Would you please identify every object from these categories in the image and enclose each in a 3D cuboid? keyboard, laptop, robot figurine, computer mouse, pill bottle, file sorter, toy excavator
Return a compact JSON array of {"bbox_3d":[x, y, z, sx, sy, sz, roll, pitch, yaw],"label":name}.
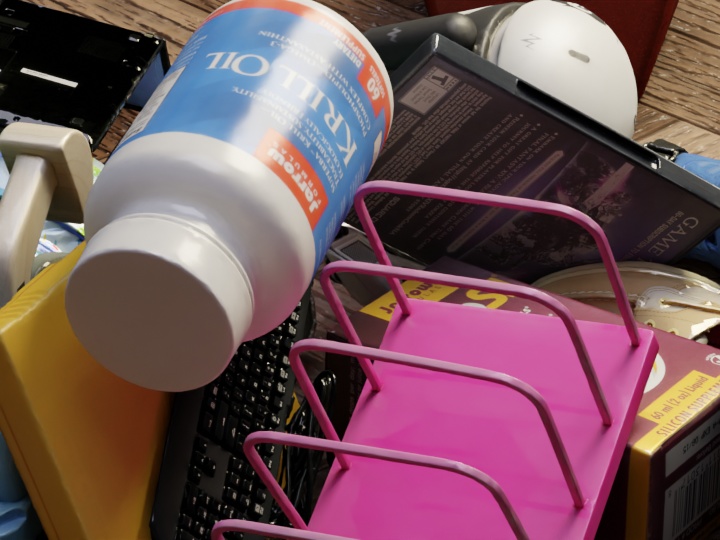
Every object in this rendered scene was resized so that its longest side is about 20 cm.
[{"bbox_3d":[-0.045,0.064,1.346,0.040,0.104,0.200,-13,53,36],"label":"keyboard"},{"bbox_3d":[-0.209,-0.103,1.563,0.177,0.103,0.200,15,35,6],"label":"laptop"},{"bbox_3d":[0.071,-0.099,1.648,0.200,0.125,0.150,-8,8,35],"label":"robot figurine"},{"bbox_3d":[0.000,0.000,1.520,0.200,0.044,0.110,20,14,-44],"label":"computer mouse"},{"bbox_3d":[-0.064,-0.035,1.281,0.112,0.112,0.200,9,40,15],"label":"pill bottle"},{"bbox_3d":[0.034,0.074,1.257,0.139,0.125,0.200,7,58,26],"label":"file sorter"},{"bbox_3d":[-0.173,0.051,1.317,0.100,0.200,0.195,9,30,14],"label":"toy excavator"}]

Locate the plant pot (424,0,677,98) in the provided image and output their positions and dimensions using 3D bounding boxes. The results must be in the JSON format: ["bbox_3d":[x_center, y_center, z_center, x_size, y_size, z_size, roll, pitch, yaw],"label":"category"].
[{"bbox_3d":[0.142,-0.227,1.863,0.200,0.177,0.200,6,29,12],"label":"plant pot"}]

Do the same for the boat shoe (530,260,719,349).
[{"bbox_3d":[0.179,0.045,1.467,0.200,0.074,0.069,7,23,11],"label":"boat shoe"}]

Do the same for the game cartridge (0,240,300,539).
[{"bbox_3d":[-0.102,0.065,1.325,0.032,0.177,0.200,-10,19,32],"label":"game cartridge"}]

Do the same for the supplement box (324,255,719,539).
[{"bbox_3d":[0.092,0.075,1.397,0.200,0.086,0.110,20,34,32],"label":"supplement box"}]

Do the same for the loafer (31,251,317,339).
[{"bbox_3d":[-0.090,0.026,1.445,0.070,0.075,0.200,-2,-2,43],"label":"loafer"}]

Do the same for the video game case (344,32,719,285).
[{"bbox_3d":[0.081,-0.041,1.472,0.200,0.143,0.019,26,46,-23],"label":"video game case"}]

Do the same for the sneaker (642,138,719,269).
[{"bbox_3d":[0.195,-0.029,1.567,0.111,0.077,0.200,9,11,11],"label":"sneaker"}]

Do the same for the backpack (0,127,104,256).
[{"bbox_3d":[-0.221,-0.011,1.501,0.200,0.163,0.154,5,36,-5],"label":"backpack"}]

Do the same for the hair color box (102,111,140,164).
[{"bbox_3d":[-0.094,-0.049,1.650,0.111,0.064,0.200,5,27,11],"label":"hair color box"}]
